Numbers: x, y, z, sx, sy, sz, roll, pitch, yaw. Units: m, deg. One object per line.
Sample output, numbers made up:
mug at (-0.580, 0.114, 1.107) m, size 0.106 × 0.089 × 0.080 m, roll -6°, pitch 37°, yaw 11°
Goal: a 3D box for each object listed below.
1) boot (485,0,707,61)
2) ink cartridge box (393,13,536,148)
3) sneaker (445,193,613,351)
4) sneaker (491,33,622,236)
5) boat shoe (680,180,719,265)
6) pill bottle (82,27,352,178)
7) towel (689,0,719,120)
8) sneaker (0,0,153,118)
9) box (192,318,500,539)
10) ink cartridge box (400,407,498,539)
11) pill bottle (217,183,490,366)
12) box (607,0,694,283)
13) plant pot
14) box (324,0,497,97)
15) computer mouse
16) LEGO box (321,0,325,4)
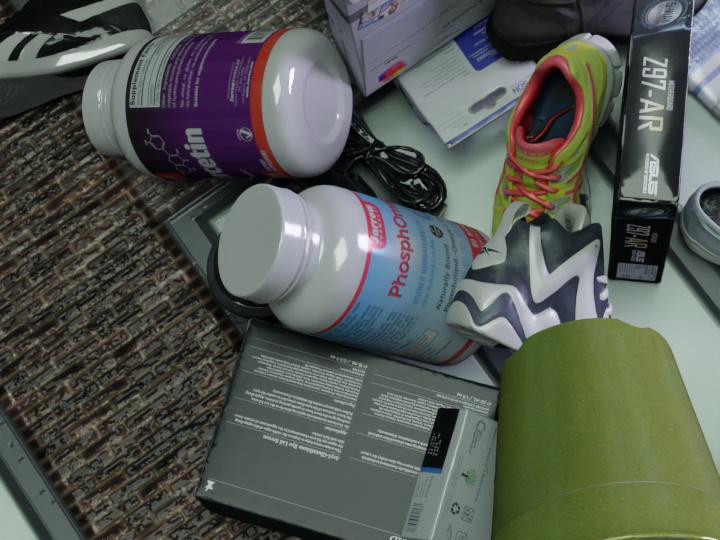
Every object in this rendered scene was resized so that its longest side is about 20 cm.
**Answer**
boot at (0.194, -0.227, 1.445) m, size 0.199 × 0.132 × 0.070 m, roll -21°, pitch 69°, yaw -16°
ink cartridge box at (0.058, -0.194, 1.527) m, size 0.099 × 0.039 × 0.201 m, roll -31°, pitch 72°, yaw -4°
sneaker at (0.164, 0.016, 1.399) m, size 0.198 × 0.079 × 0.130 m, roll 24°, pitch 84°, yaw -23°
sneaker at (0.134, -0.081, 1.440) m, size 0.078 × 0.090 × 0.202 m, roll 17°, pitch 104°, yaw 23°
boat shoe at (0.338, -0.015, 1.438) m, size 0.199 × 0.072 × 0.070 m, roll 20°, pitch 77°, yaw 11°
pill bottle at (-0.113, -0.127, 1.475) m, size 0.199 × 0.112 × 0.113 m, roll 1°, pitch 73°, yaw 30°
towel at (0.312, -0.193, 1.518) m, size 0.147 × 0.024 × 0.200 m, roll -42°, pitch 75°, yaw -6°
sneaker at (-0.274, -0.194, 1.549) m, size 0.199 × 0.073 × 0.113 m, roll -15°, pitch 68°, yaw -14°
box at (-0.006, 0.136, 1.425) m, size 0.199 × 0.079 × 0.142 m, roll 16°, pitch 74°, yaw 9°
ink cartridge box at (0.124, 0.178, 1.382) m, size 0.199 × 0.039 × 0.100 m, roll 28°, pitch 72°, yaw -32°
pill bottle at (0.000, 0.000, 1.396) m, size 0.199 × 0.108 × 0.110 m, roll 15°, pitch 70°, yaw -35°
box at (0.212, -0.094, 1.407) m, size 0.043 × 0.200 × 0.162 m, roll 5°, pitch 73°, yaw 7°
plant pot at (0.163, 0.141, 1.276) m, size 0.198 × 0.201 × 0.191 m, roll -7°, pitch 55°, yaw 4°
box at (0.048, -0.220, 1.403) m, size 0.155 × 0.200 × 0.041 m, roll -34°, pitch 72°, yaw -4°
computer mouse at (-0.038, -0.031, 1.495) m, size 0.138 × 0.053 × 0.200 m, roll 38°, pitch 68°, yaw 16°
LEGO box at (-0.008, -0.301, 1.498) m, size 0.148 × 0.077 × 0.200 m, roll -33°, pitch 36°, yaw -4°
